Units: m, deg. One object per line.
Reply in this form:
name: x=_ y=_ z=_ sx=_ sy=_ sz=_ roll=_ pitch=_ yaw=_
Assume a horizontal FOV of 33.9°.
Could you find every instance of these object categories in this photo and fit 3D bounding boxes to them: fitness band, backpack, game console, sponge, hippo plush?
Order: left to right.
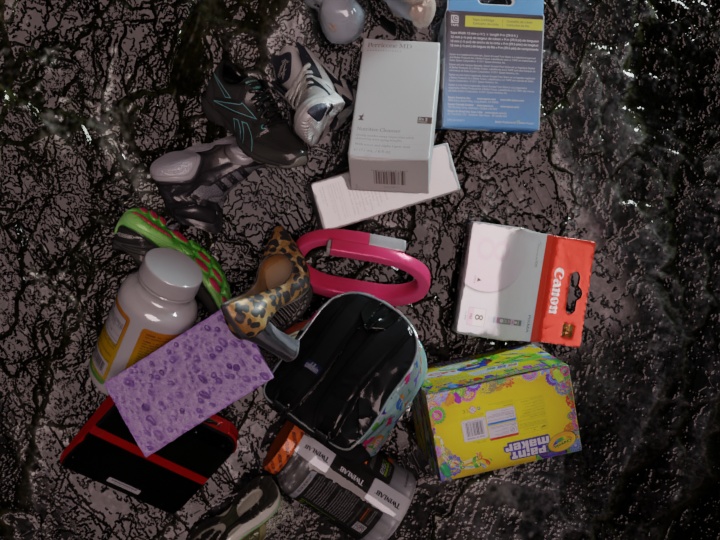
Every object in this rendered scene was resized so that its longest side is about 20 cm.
game console: x=-0.285 y=0.243 z=1.626 sx=0.199 sy=0.031 sz=0.177 roll=31 pitch=116 yaw=-28
sponge: x=-0.221 y=0.141 z=1.531 sx=0.199 sy=0.030 sz=0.112 roll=-31 pitch=89 yaw=-1
backpack: x=-0.008 y=0.138 z=1.574 sx=0.176 sy=0.151 sz=0.201 roll=30 pitch=82 yaw=24
hippo plush: x=-0.003 y=-0.398 z=1.598 sx=0.159 sy=0.159 sz=0.202 roll=-26 pitch=97 yaw=-4
fitness band: x=0.000 y=0.000 z=1.640 sx=0.197 sy=0.144 sz=0.038 roll=11 pitch=59 yaw=-3

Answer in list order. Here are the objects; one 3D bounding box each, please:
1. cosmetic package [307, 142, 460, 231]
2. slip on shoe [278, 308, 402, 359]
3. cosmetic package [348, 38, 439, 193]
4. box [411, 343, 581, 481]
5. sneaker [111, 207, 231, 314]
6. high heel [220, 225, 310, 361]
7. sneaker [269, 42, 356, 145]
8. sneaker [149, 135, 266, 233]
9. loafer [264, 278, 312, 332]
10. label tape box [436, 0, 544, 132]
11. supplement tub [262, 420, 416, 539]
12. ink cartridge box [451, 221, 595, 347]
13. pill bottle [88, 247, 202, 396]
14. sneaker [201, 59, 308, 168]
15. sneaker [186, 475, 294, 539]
cosmetic package: x=0.030 y=-0.116 z=1.652 sx=0.197 sy=0.101 sz=0.072 roll=-17 pitch=95 yaw=-6
slip on shoe: x=-0.029 y=0.088 z=1.682 sx=0.197 sy=0.061 sz=0.075 roll=-13 pitch=118 yaw=-17
cosmetic package: x=0.048 y=-0.209 z=1.588 sx=0.111 sy=0.081 sz=0.202 roll=2 pitch=61 yaw=4
box: x=0.179 y=0.191 z=1.647 sx=0.197 sy=0.193 sz=0.124 roll=-11 pitch=97 yaw=-5
sneaker: x=-0.262 y=-0.003 z=1.652 sx=0.200 sy=0.077 sz=0.084 roll=41 pitch=110 yaw=-7
high heel: x=-0.130 y=0.005 z=1.534 sx=0.071 sy=0.142 sz=0.202 roll=-20 pitch=56 yaw=26
sneaker: x=-0.081 y=-0.244 z=1.592 sx=0.129 sy=0.199 sz=0.080 roll=38 pitch=117 yaw=3
sneaker: x=-0.190 y=-0.119 z=1.644 sx=0.198 sy=0.075 sz=0.115 roll=-16 pitch=114 yaw=-21
loafer: x=-0.152 y=0.070 z=1.656 sx=0.199 sy=0.071 sz=0.073 roll=-37 pitch=97 yaw=6
label tape box: x=0.182 y=-0.299 z=1.675 sx=0.141 sy=0.066 sz=0.203 roll=1 pitch=92 yaw=-7
supplement tub: x=-0.031 y=0.290 z=1.666 sx=0.199 sy=0.123 sz=0.123 roll=34 pitch=90 yaw=-9
ink cartridge box: x=0.240 y=0.022 z=1.714 sx=0.197 sy=0.057 sz=0.165 roll=8 pitch=93 yaw=-2
pill bottle: x=-0.284 y=0.073 z=1.589 sx=0.110 sy=0.111 sz=0.201 roll=25 pitch=119 yaw=-7
sneaker: x=-0.143 y=-0.209 z=1.590 sx=0.199 sy=0.075 sz=0.080 roll=38 pitch=126 yaw=27
sneaker: x=-0.171 y=0.385 z=1.686 sx=0.199 sy=0.077 sz=0.089 roll=-40 pitch=128 yaw=11
